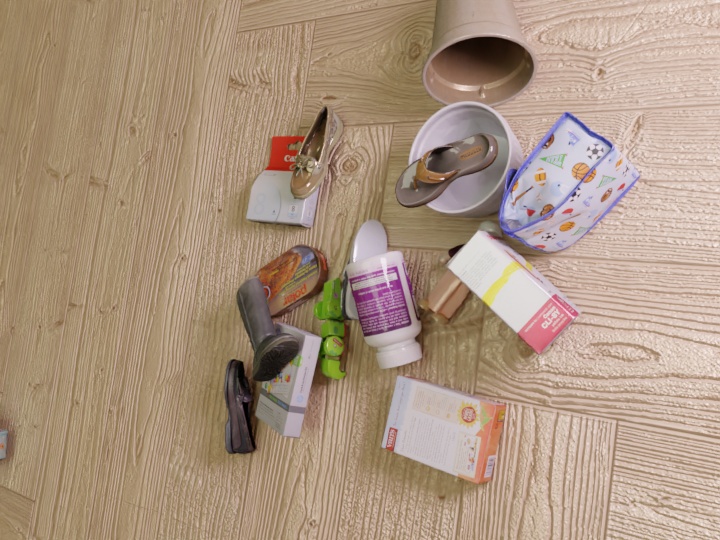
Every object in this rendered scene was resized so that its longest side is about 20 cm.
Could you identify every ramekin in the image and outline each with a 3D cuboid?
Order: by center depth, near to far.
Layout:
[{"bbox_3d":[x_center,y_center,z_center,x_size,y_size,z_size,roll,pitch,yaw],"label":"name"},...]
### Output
[{"bbox_3d":[0.195,-0.188,1.283,0.199,0.105,0.202,-7,78,33],"label":"ramekin"}]

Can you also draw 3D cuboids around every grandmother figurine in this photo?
[{"bbox_3d":[0.188,0.002,1.285,0.121,0.060,0.201,39,107,24],"label":"grandmother figurine"}]

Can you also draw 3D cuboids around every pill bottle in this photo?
[{"bbox_3d":[0.049,0.073,1.322,0.112,0.112,0.201,-16,87,31],"label":"pill bottle"}]

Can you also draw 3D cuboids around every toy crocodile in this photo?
[{"bbox_3d":[-0.054,0.114,1.431,0.067,0.061,0.202,-24,61,56],"label":"toy crocodile"}]

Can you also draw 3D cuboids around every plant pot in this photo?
[{"bbox_3d":[0.206,-0.422,1.280,0.199,0.200,0.185,-15,62,32],"label":"plant pot"}]

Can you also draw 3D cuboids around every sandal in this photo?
[{"bbox_3d":[0.138,-0.175,1.222,0.199,0.054,0.082,-22,70,30],"label":"sandal"}]

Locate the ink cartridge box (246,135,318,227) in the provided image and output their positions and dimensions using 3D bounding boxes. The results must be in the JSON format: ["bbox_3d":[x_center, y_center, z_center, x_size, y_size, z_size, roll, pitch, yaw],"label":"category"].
[{"bbox_3d":[-0.162,-0.199,1.566,0.159,0.047,0.202,7,87,35],"label":"ink cartridge box"}]

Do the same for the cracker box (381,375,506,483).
[{"bbox_3d":[0.144,0.275,1.265,0.199,0.058,0.135,13,88,35],"label":"cracker box"}]

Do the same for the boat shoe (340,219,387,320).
[{"bbox_3d":[0.000,0.000,1.411,0.068,0.071,0.202,-12,67,62],"label":"boat shoe"}]

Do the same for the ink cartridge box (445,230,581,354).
[{"bbox_3d":[0.248,0.030,1.154,0.200,0.145,0.084,44,106,15],"label":"ink cartridge box"}]

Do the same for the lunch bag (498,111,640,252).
[{"bbox_3d":[0.319,-0.125,1.146,0.200,0.170,0.124,-53,55,16],"label":"lunch bag"}]

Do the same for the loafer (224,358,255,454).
[{"bbox_3d":[-0.251,0.291,1.539,0.062,0.072,0.202,-1,87,15],"label":"loafer"}]

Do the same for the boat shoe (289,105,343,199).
[{"bbox_3d":[-0.101,-0.246,1.496,0.073,0.063,0.201,13,75,27],"label":"boat shoe"}]

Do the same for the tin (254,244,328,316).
[{"bbox_3d":[-0.152,0.025,1.527,0.199,0.042,0.113,-31,62,27],"label":"tin"}]

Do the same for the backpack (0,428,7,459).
[{"bbox_3d":[-1.090,0.475,2.001,0.175,0.199,0.154,-11,69,40],"label":"backpack"}]

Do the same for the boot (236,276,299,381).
[{"bbox_3d":[-0.192,0.101,1.451,0.182,0.072,0.201,-44,46,44],"label":"boot"}]

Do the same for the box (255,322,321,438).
[{"bbox_3d":[-0.147,0.217,1.451,0.156,0.041,0.201,12,88,61],"label":"box"}]
